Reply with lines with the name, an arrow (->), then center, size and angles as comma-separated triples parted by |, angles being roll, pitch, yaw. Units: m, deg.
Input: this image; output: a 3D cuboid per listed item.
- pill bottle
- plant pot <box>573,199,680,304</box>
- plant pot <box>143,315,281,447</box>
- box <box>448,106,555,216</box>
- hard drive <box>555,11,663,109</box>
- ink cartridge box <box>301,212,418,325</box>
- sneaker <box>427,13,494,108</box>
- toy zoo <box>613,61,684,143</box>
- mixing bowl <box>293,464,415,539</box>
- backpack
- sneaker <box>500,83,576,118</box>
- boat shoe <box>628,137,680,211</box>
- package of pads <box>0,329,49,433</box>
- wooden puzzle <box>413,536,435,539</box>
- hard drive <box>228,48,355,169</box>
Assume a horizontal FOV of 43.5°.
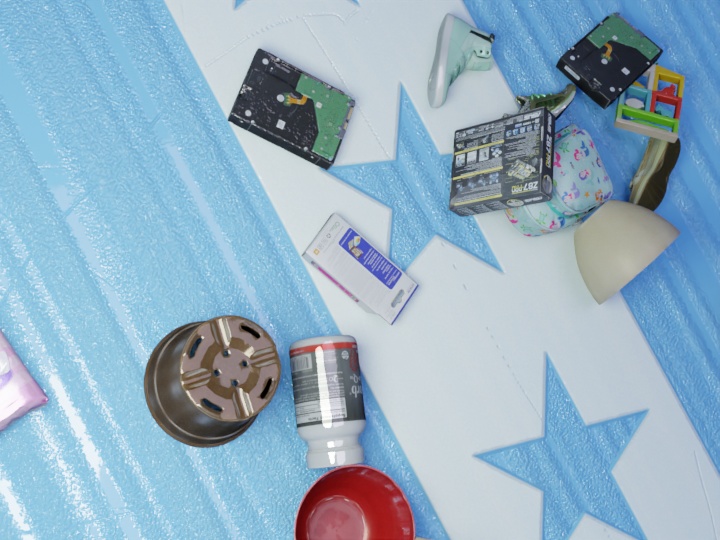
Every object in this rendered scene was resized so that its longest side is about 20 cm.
pill bottle -> -0.051, 0.212, 1.457 | 0.114, 0.116, 0.204 | -3, 79, -22
plant pot -> 0.479, -0.052, 1.695 | 0.200, 0.201, 0.135 | -38, 81, -25
plant pot -> -0.216, 0.158, 1.361 | 0.197, 0.198, 0.204 | 5, 75, -19
box -> 0.254, -0.194, 1.631 | 0.049, 0.198, 0.164 | 24, 66, -44
hard drive -> 0.514, -0.436, 1.860 | 0.140, 0.038, 0.200 | 43, 66, 11
ink cartridge box -> 0.000, 0.000, 1.573 | 0.199, 0.037, 0.095 | 40, 66, -6
sneaker -> 0.197, -0.388, 1.719 | 0.116, 0.074, 0.204 | 17, 69, -10
toy zoo -> 0.601, -0.362, 1.867 | 0.129, 0.021, 0.202 | 16, 60, 4
mixing bowl -> -0.022, 0.411, 1.423 | 0.197, 0.108, 0.204 | 4, 76, -18
backpack -> 0.361, -0.163, 1.696 | 0.198, 0.150, 0.180 | -27, 95, -19
sneaker -> 0.349, -0.324, 1.771 | 0.089, 0.077, 0.200 | 47, 63, 4
boat shoe -> 0.589, -0.195, 1.844 | 0.073, 0.063, 0.203 | 39, 71, -37
package of pads -> -0.554, 0.144, 1.299 | 0.120, 0.076, 0.201 | -35, 91, -27
wooden puzzle -> 0.118, 0.515, 1.412 | 0.037, 0.185, 0.203 | -18, 84, -20
hard drive -> -0.118, -0.282, 1.585 | 0.197, 0.038, 0.142 | 24, 70, -14
